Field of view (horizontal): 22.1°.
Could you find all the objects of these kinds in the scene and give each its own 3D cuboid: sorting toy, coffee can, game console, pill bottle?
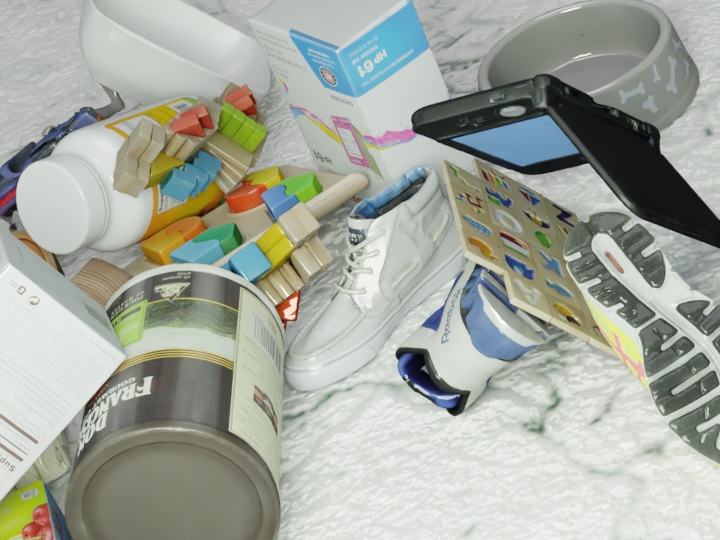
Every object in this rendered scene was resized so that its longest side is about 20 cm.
[{"bbox_3d":[-0.106,-0.041,1.576,0.185,0.037,0.200,-34,16,-19],"label":"sorting toy"},{"bbox_3d":[-0.127,0.110,1.317,0.146,0.147,0.200,-16,32,10],"label":"coffee can"},{"bbox_3d":[0.159,-0.064,1.356,0.175,0.200,0.117,-12,75,31],"label":"game console"},{"bbox_3d":[-0.206,-0.081,1.624,0.111,0.112,0.200,3,18,34],"label":"pill bottle"}]

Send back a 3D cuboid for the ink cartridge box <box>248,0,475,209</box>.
[{"bbox_3d":[0.008,-0.138,1.552,0.085,0.201,0.144,-38,34,-18],"label":"ink cartridge box"}]

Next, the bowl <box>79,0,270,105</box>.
[{"bbox_3d":[-0.191,-0.211,1.818,0.075,0.199,0.200,-61,15,17],"label":"bowl"}]

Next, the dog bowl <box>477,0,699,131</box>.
[{"bbox_3d":[0.193,-0.171,1.617,0.199,0.059,0.200,-16,32,10],"label":"dog bowl"}]

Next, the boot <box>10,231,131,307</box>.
[{"bbox_3d":[-0.305,0.045,1.597,0.199,0.074,0.155,8,47,44],"label":"boot"}]

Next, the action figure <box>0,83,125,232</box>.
[{"bbox_3d":[-0.276,-0.097,1.763,0.200,0.105,0.194,-29,27,41],"label":"action figure"}]

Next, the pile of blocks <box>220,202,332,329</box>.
[{"bbox_3d":[-0.093,0.034,1.421,0.200,0.062,0.082,-44,-10,33],"label":"pile of blocks"}]

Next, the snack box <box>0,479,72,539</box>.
[{"bbox_3d":[-0.289,0.254,1.279,0.199,0.068,0.169,-26,32,-3],"label":"snack box"}]

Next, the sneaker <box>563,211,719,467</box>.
[{"bbox_3d":[0.213,0.052,1.236,0.078,0.090,0.201,-30,64,-1],"label":"sneaker"}]

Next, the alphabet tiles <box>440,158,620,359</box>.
[{"bbox_3d":[0.135,-0.011,1.344,0.006,0.166,0.200,-54,23,24],"label":"alphabet tiles"}]

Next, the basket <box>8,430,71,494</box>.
[{"bbox_3d":[-0.317,0.085,1.412,0.135,0.201,0.123,-27,27,-9],"label":"basket"}]

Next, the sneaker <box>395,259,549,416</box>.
[{"bbox_3d":[0.081,0.037,1.344,0.115,0.081,0.199,-43,4,22],"label":"sneaker"}]

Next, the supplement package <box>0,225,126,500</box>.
[{"bbox_3d":[-0.276,0.086,1.293,0.200,0.109,0.114,-48,23,3],"label":"supplement package"}]

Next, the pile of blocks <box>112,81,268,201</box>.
[{"bbox_3d":[-0.130,-0.111,1.577,0.062,0.082,0.200,-48,-8,37],"label":"pile of blocks"}]

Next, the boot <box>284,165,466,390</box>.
[{"bbox_3d":[0.000,0.000,1.447,0.073,0.096,0.200,14,47,44],"label":"boot"}]
